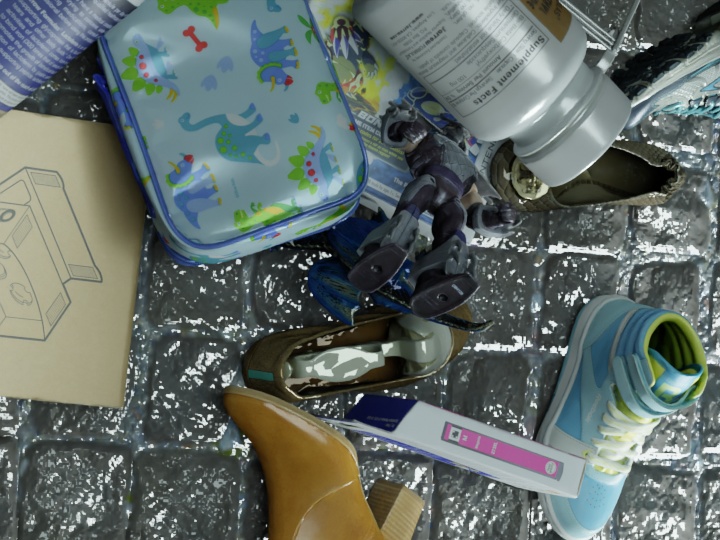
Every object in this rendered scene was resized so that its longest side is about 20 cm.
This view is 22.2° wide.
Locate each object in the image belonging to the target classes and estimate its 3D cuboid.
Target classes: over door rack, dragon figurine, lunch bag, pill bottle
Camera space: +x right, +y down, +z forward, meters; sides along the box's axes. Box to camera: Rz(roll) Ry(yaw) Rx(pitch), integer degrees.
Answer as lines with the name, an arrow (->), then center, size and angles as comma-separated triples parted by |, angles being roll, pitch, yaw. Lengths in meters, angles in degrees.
over door rack -> 0.167, -0.256, 1.445 | 0.147, 0.067, 0.201 | 38, 61, -10
dragon figurine -> 0.000, 0.000, 1.334 | 0.099, 0.200, 0.059 | -6, 133, -47
lunch bag -> -0.094, -0.112, 1.283 | 0.160, 0.082, 0.201 | -20, 82, -11
pill bottle -> -0.210, -0.197, 1.208 | 0.200, 0.116, 0.116 | -37, 106, 6
pill bottle -> 0.100, -0.161, 1.337 | 0.200, 0.114, 0.115 | 43, 73, -15

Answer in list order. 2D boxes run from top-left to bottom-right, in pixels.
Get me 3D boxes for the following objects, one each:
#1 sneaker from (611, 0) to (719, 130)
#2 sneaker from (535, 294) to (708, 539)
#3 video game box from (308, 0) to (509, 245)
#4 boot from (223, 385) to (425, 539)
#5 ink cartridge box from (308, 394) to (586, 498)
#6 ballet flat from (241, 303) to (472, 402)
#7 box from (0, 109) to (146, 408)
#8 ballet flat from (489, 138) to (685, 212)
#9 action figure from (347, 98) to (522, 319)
sneaker -> 0.286, -0.156, 1.502 | 0.199, 0.077, 0.087 | -32, 106, -22
sneaker -> 0.206, 0.118, 1.432 | 0.079, 0.130, 0.202 | 13, 85, -26
video game box -> 0.028, -0.140, 1.397 | 0.199, 0.047, 0.183 | 25, 77, -23
boot -> -0.049, 0.189, 1.343 | 0.201, 0.071, 0.145 | 38, 72, -25
ink cartridge box -> 0.064, 0.127, 1.384 | 0.199, 0.095, 0.037 | 19, 82, -24
ballet flat -> 0.010, 0.060, 1.371 | 0.199, 0.072, 0.068 | -9, 96, -25
box -> -0.234, -0.010, 1.285 | 0.162, 0.021, 0.202 | 7, 87, -25
ballet flat -> 0.185, -0.076, 1.448 | 0.199, 0.046, 0.068 | 1, 99, -38
action figure -> 0.056, -0.051, 1.313 | 0.130, 0.069, 0.201 | 34, 39, -14
